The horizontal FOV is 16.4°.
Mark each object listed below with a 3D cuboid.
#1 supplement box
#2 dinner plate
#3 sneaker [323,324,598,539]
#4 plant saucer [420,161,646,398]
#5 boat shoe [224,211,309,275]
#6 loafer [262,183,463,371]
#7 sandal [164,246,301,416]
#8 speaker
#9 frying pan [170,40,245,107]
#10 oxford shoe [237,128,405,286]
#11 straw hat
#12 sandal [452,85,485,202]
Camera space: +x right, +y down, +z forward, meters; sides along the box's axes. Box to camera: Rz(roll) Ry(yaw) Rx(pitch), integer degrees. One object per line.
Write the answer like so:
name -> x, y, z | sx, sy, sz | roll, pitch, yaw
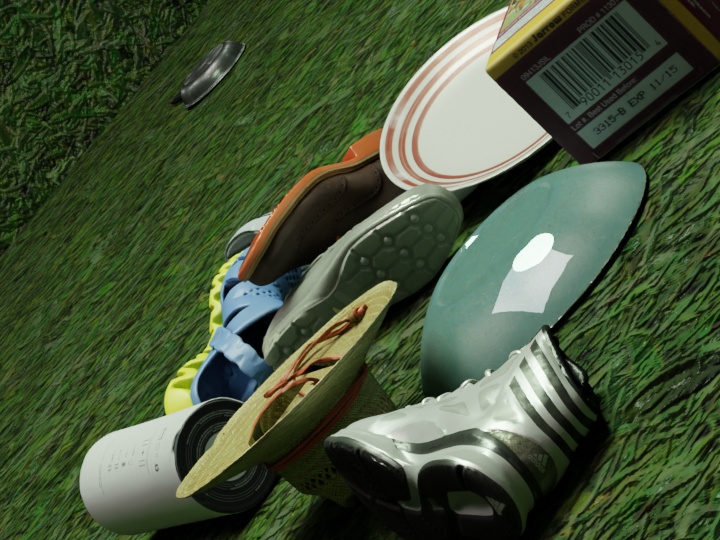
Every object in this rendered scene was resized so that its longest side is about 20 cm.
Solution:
supplement box -> 0.177, -0.184, 1.692 | 0.131, 0.103, 0.201 | -39, 17, 34
dinner plate -> 0.102, -0.126, 1.843 | 0.199, 0.024, 0.201 | -26, 35, 19
sneaker -> 0.066, 0.089, 1.375 | 0.115, 0.076, 0.200 | -43, 19, -22
plant saucer -> 0.096, -0.005, 1.579 | 0.201, 0.039, 0.201 | -44, 14, 14
boat shoe -> -0.034, -0.024, 2.022 | 0.067, 0.074, 0.199 | -34, 11, -33
loafer -> 0.000, 0.000, 1.805 | 0.200, 0.070, 0.070 | -41, 23, 29
sandal -> -0.078, 0.049, 1.921 | 0.087, 0.079, 0.201 | -32, 28, 39
speaker -> -0.134, 0.143, 1.798 | 0.081, 0.081, 0.200 | -54, 14, -24
frying pan -> -0.206, -0.265, 3.315 | 0.115, 0.031, 0.190 | -48, 16, -4
oxford shoe -> -0.015, -0.037, 1.866 | 0.200, 0.072, 0.071 | -39, -13, -41
straw hat -> -0.016, 0.099, 1.541 | 0.201, 0.085, 0.201 | -43, 7, 6
sandal -> 0.083, -0.115, 1.912 | 0.082, 0.050, 0.203 | -40, 15, 30
